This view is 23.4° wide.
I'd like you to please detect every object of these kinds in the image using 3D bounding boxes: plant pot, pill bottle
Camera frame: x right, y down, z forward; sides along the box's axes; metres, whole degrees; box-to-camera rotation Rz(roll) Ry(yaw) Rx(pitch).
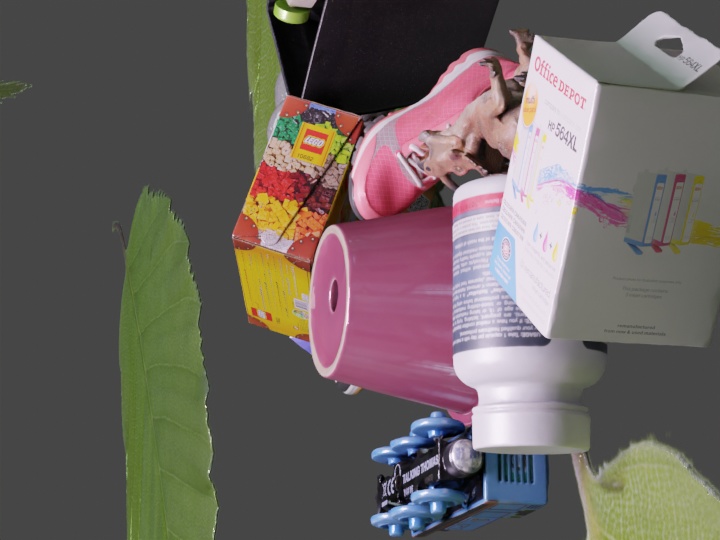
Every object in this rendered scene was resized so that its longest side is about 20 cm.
[{"bbox_3d":[0.026,-0.268,1.635,0.201,0.175,0.201,-105,26,-47],"label":"plant pot"},{"bbox_3d":[0.129,0.036,1.326,0.120,0.118,0.203,151,122,-70],"label":"pill bottle"},{"bbox_3d":[0.056,0.031,1.471,0.200,0.177,0.203,-177,90,-73],"label":"plant pot"}]

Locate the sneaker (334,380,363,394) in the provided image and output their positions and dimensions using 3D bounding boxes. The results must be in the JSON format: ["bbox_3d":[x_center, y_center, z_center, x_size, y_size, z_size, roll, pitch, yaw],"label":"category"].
[{"bbox_3d":[-0.027,0.035,1.905,0.076,0.087,0.203,-172,84,-71],"label":"sneaker"}]

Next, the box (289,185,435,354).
[{"bbox_3d":[0.000,0.000,1.716,0.118,0.041,0.202,-15,47,41],"label":"box"}]

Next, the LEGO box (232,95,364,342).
[{"bbox_3d":[-0.053,-0.043,1.611,0.200,0.076,0.150,88,-160,-66],"label":"LEGO box"}]

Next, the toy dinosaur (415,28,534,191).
[{"bbox_3d":[0.138,-0.106,1.394,0.199,0.085,0.137,31,131,45],"label":"toy dinosaur"}]

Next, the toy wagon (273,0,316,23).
[{"bbox_3d":[-0.046,-0.296,1.515,0.201,0.039,0.157,-114,31,-55],"label":"toy wagon"}]

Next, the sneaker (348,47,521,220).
[{"bbox_3d":[0.070,-0.118,1.496,0.200,0.074,0.087,-45,27,-11],"label":"sneaker"}]

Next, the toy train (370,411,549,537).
[{"bbox_3d":[0.080,0.178,1.470,0.200,0.113,0.088,134,140,-64],"label":"toy train"}]

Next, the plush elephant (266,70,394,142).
[{"bbox_3d":[-0.009,-0.167,1.753,0.154,0.164,0.202,23,132,53],"label":"plush elephant"}]

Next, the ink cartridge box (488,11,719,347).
[{"bbox_3d":[0.178,-0.067,1.172,0.129,0.124,0.202,-125,41,-64],"label":"ink cartridge box"}]
